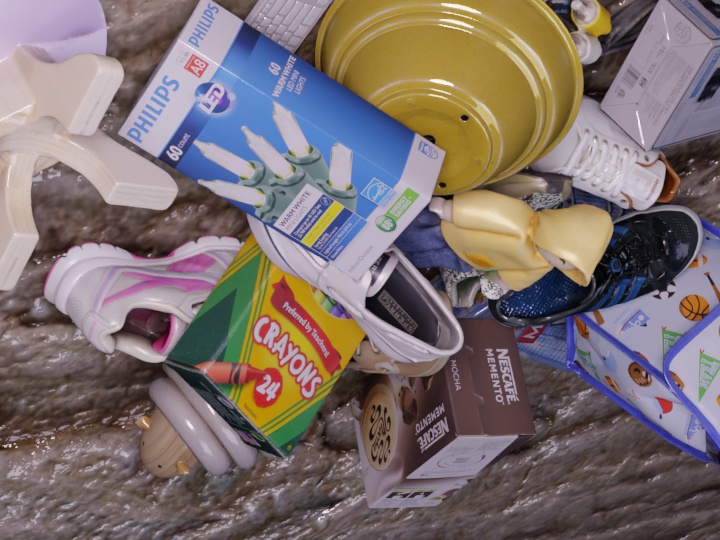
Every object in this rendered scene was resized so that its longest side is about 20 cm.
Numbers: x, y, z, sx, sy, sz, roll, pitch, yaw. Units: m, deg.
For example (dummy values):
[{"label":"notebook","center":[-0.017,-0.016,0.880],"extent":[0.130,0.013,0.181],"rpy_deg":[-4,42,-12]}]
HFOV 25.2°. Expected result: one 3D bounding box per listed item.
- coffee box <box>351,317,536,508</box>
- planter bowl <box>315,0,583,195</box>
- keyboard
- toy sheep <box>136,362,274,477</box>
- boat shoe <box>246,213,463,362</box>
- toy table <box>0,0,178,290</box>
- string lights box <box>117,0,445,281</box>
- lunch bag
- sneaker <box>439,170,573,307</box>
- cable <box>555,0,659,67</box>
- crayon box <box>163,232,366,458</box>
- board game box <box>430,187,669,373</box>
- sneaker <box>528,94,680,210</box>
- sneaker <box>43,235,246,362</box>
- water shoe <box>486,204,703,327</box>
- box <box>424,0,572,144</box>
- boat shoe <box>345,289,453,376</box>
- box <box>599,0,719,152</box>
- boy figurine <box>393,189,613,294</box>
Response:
[{"label":"coffee box","center":[0.071,0.132,1.466],"extent":[0.080,0.113,0.200],"rpy_deg":[2,155,-24]},{"label":"planter bowl","center":[0.055,-0.116,1.155],"extent":[0.200,0.084,0.201],"rpy_deg":[9,135,9]},{"label":"keyboard","center":[-0.063,-0.169,1.156],"extent":[0.056,0.011,0.200],"rpy_deg":[12,127,-44]},{"label":"toy sheep","center":[-0.104,0.102,1.357],"extent":[0.200,0.138,0.138],"rpy_deg":[-42,146,-9]},{"label":"boat shoe","center":[0.000,0.000,1.208],"extent":[0.200,0.066,0.072],"rpy_deg":[48,65,-21]},{"label":"toy table","center":[-0.218,-0.089,1.048],"extent":[0.183,0.117,0.200],"rpy_deg":[-5,136,-32]},{"label":"string lights box","center":[-0.054,-0.089,1.114],"extent":[0.200,0.059,0.103],"rpy_deg":[31,133,-11]},{"label":"lunch bag","center":[0.307,0.061,1.442],"extent":[0.170,0.200,0.124],"rpy_deg":[-38,144,-16]},{"label":"sneaker","center":[0.120,-0.023,1.335],"extent":[0.077,0.089,0.200],"rpy_deg":[1,161,-22]},{"label":"cable","center":[0.185,-0.169,1.247],"extent":[0.200,0.050,0.097],"rpy_deg":[-12,135,-54]},{"label":"crayon box","center":[-0.052,0.029,1.264],"extent":[0.200,0.051,0.127],"rpy_deg":[-58,135,-20]},{"label":"board game box","center":[0.169,0.005,1.489],"extent":[0.199,0.062,0.200],"rpy_deg":[4,132,-40]},{"label":"sneaker","center":[0.209,-0.096,1.353],"extent":[0.200,0.085,0.073],"rpy_deg":[5,118,-52]},{"label":"sneaker","center":[-0.144,0.031,1.269],"extent":[0.199,0.088,0.082],"rpy_deg":[-5,137,-32]},{"label":"water shoe","center":[0.207,0.005,1.379],"extent":[0.199,0.072,0.079],"rpy_deg":[-23,-173,0]},{"label":"box","center":[0.078,-0.144,1.261],"extent":[0.136,0.040,0.200],"rpy_deg":[-12,141,-25]},{"label":"boat shoe","center":[0.016,0.058,1.369],"extent":[0.064,0.072,0.200],"rpy_deg":[1,170,-25]},{"label":"box","center":[0.302,-0.174,1.333],"extent":[0.200,0.060,0.117],"rpy_deg":[-16,144,-43]},{"label":"boy figurine","center":[0.104,-0.017,1.251],"extent":[0.199,0.065,0.124],"rpy_deg":[2,149,31]}]
